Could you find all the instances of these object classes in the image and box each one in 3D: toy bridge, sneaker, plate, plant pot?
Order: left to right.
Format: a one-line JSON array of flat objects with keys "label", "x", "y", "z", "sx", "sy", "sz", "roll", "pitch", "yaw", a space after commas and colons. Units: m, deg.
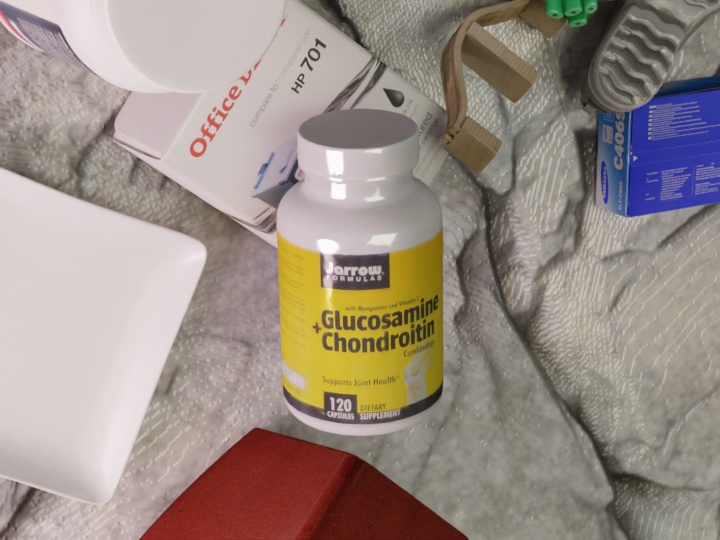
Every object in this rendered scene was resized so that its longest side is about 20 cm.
[{"label": "plate", "x": -0.223, "y": 0.043, "z": 1.481, "sx": 0.199, "sy": 0.032, "sz": 0.201, "roll": 20, "pitch": 93, "yaw": -33}, {"label": "plant pot", "x": -0.040, "y": 0.227, "z": 1.563, "sx": 0.200, "sy": 0.199, "sz": 0.177, "roll": 38, "pitch": 73, "yaw": -34}, {"label": "toy bridge", "x": 0.095, "y": -0.152, "z": 1.566, "sx": 0.067, "sy": 0.027, "sz": 0.200, "roll": 36, "pitch": 44, "yaw": -7}, {"label": "sneaker", "x": 0.224, "y": -0.201, "z": 1.664, "sx": 0.075, "sy": 0.082, "sz": 0.200, "roll": 42, "pitch": 70, "yaw": -7}]

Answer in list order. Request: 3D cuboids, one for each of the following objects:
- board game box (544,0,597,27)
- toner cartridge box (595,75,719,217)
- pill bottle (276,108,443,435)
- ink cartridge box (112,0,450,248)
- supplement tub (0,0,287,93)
[{"label": "board game box", "x": 0.122, "y": -0.247, "z": 1.501, "sx": 0.199, "sy": 0.200, "sz": 0.026, "roll": 15, "pitch": 61, "yaw": -23}, {"label": "toner cartridge box", "x": 0.280, "y": -0.105, "z": 1.740, "sx": 0.199, "sy": 0.043, "sz": 0.096, "roll": -9, "pitch": 108, "yaw": -30}, {"label": "pill bottle", "x": 0.000, "y": 0.000, "z": 1.458, "sx": 0.111, "sy": 0.112, "sz": 0.202, "roll": -14, "pitch": 116, "yaw": -27}, {"label": "ink cartridge box", "x": -0.049, "y": -0.098, "z": 1.514, "sx": 0.200, "sy": 0.086, "sz": 0.147, "roll": 33, "pitch": 87, "yaw": -36}, {"label": "supplement tub", "x": -0.144, "y": -0.189, "z": 1.358, "sx": 0.139, "sy": 0.200, "sz": 0.142, "roll": -10, "pitch": 110, "yaw": -29}]
